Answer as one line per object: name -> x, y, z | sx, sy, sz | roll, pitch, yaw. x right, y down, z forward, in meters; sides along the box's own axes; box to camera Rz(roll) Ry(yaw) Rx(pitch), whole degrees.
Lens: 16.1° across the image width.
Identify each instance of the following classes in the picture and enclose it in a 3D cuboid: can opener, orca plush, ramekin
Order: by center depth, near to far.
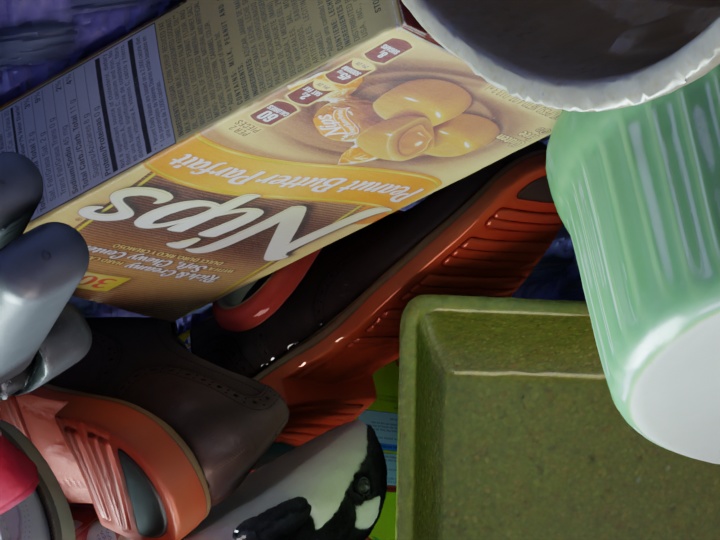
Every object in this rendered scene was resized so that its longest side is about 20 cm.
can opener -> -0.117, 0.007, 0.864 | 0.067, 0.053, 0.200 | -31, 174, -24
ramekin -> 0.168, -0.008, 0.870 | 0.200, 0.098, 0.200 | -5, 153, -3
orca plush -> -0.056, 0.134, 0.955 | 0.105, 0.071, 0.200 | -23, -172, 43

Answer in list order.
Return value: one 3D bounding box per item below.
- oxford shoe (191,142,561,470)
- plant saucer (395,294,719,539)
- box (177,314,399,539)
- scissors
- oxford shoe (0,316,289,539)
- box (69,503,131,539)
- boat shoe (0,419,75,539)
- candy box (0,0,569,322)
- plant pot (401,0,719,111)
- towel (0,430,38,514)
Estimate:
oxford shoe -> 0.000, 0.000, 1.000 | 0.200, 0.073, 0.071 | -39, 153, 29
plant saucer -> 0.102, 0.113, 0.973 | 0.200, 0.200, 0.048 | 2, 176, -16
box -> -0.045, 0.121, 1.214 | 0.200, 0.122, 0.193 | 10, 150, -43
scissors -> 0.011, -0.048, 0.971 | 0.200, 0.073, 0.014 | -41, 116, 9
oxford shoe -> -0.106, 0.050, 1.002 | 0.073, 0.200, 0.071 | -35, 126, -28
box -> -0.176, 0.131, 1.078 | 0.200, 0.095, 0.103 | 0, -159, 24
boat shoe -> -0.182, 0.079, 0.970 | 0.068, 0.075, 0.200 | 2, -162, -40
candy box -> -0.035, -0.050, 0.894 | 0.200, 0.055, 0.115 | -27, 153, 30
plant pot -> 0.111, -0.151, 0.596 | 0.183, 0.201, 0.200 | -13, 161, -32
towel -> -0.219, 0.029, 0.866 | 0.145, 0.022, 0.200 | -21, 122, 37
